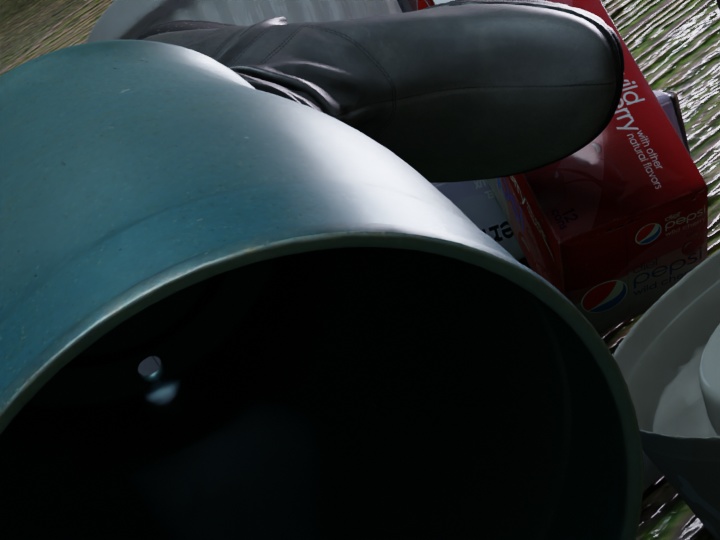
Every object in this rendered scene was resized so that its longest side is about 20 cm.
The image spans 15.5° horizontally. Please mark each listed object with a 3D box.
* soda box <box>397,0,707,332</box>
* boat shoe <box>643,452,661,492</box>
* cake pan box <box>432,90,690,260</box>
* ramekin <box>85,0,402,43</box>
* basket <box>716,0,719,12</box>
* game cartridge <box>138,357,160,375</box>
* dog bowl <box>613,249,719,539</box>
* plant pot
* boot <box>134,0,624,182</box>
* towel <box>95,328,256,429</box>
[{"bbox_3d":[0.071,-0.074,1.054,0.063,0.070,0.201,-20,55,-7],"label":"soda box"},{"bbox_3d":[0.008,0.076,0.868,0.199,0.071,0.072,-27,14,3],"label":"boat shoe"},{"bbox_3d":[0.034,-0.034,1.176,0.183,0.053,0.200,-18,10,-10],"label":"cake pan box"},{"bbox_3d":[-0.029,-0.089,1.315,0.199,0.106,0.200,-20,-18,-7],"label":"ramekin"},{"bbox_3d":[0.195,-0.132,0.987,0.136,0.201,0.180,-38,18,-36],"label":"basket"},{"bbox_3d":[-0.081,0.002,1.059,0.041,0.133,0.200,-36,14,7],"label":"game cartridge"},{"bbox_3d":[0.174,0.020,0.786,0.199,0.059,0.200,-26,15,8],"label":"dog bowl"},{"bbox_3d":[-0.050,0.034,0.749,0.199,0.201,0.188,-29,36,-6],"label":"plant pot"},{"bbox_3d":[-0.009,-0.054,0.931,0.199,0.070,0.132,-5,9,10],"label":"boot"},{"bbox_3d":[-0.070,0.086,0.919,0.199,0.023,0.144,-29,-29,-4],"label":"towel"}]
